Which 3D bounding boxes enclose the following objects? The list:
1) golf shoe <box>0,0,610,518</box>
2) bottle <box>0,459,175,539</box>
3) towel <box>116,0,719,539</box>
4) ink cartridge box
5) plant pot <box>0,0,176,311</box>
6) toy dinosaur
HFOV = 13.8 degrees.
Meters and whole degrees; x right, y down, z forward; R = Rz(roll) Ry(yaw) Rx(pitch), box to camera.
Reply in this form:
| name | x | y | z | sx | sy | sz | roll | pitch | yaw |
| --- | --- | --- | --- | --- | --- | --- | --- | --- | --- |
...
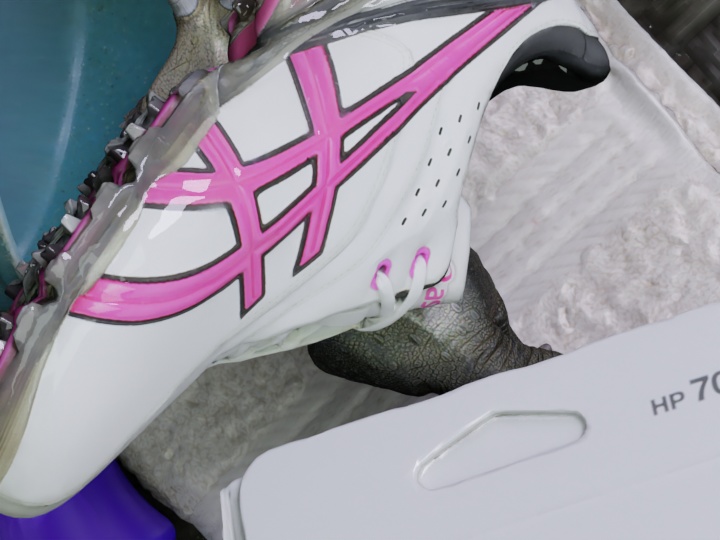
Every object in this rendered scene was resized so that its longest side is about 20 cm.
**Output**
| name | x | y | z | sx | sy | sz | roll | pitch | yaw |
| --- | --- | --- | --- | --- | --- | --- | --- | --- | --- |
| golf shoe | -0.017 | -0.013 | 0.706 | 0.092 | 0.073 | 0.200 | 40 | 72 | -5 |
| bottle | -0.066 | 0.132 | 0.851 | 0.065 | 0.083 | 0.201 | -20 | 91 | 19 |
| towel | 0.032 | 0.021 | 0.849 | 0.200 | 0.034 | 0.133 | -45 | 74 | 6 |
| ink cartridge box | 0.070 | 0.112 | 0.768 | 0.146 | 0.200 | 0.086 | -19 | 52 | 12 |
| plant pot | -0.157 | -0.089 | 0.790 | 0.187 | 0.200 | 0.201 | 2 | 94 | 13 |
| toy dinosaur | 0.000 | 0.000 | 0.790 | 0.077 | 0.102 | 0.200 | -39 | 75 | 8 |
